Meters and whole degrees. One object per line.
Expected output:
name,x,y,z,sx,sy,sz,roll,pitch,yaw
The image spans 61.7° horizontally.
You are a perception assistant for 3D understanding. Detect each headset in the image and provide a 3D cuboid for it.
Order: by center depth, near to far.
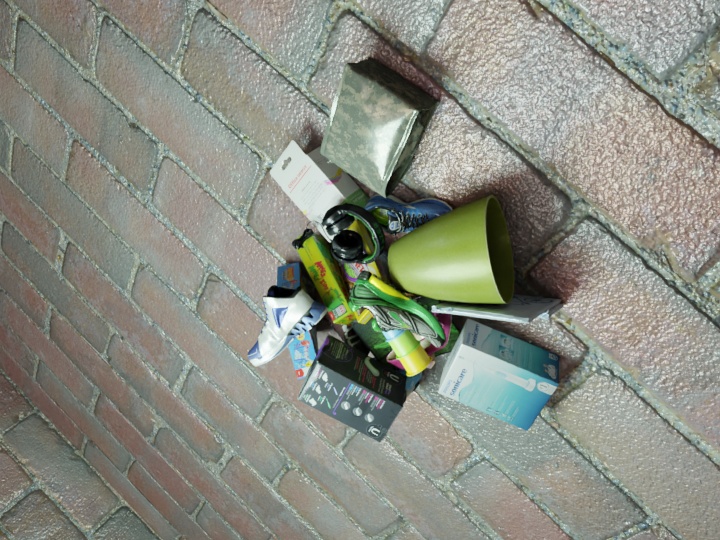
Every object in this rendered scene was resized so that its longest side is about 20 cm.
headset,-0.045,-0.066,1.199,0.198,0.094,0.125,8,129,40

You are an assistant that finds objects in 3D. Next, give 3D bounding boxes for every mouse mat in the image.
mouse mat,0.100,0.133,1.246,0.198,0.008,0.162,-24,121,23

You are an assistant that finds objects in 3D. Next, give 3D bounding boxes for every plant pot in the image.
plant pot,0.157,-0.023,1.087,0.197,0.187,0.190,-9,111,26

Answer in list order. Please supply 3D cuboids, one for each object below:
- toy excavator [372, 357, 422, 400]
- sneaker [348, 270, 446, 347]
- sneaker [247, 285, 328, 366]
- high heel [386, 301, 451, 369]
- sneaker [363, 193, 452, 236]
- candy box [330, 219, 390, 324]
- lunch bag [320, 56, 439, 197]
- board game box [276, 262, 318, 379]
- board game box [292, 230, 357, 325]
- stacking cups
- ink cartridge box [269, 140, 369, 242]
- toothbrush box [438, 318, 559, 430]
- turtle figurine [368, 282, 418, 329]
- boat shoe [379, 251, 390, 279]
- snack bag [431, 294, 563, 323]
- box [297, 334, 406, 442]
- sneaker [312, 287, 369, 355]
toy excavator,0.099,0.198,1.347,0.192,0.100,0.203,12,113,27
sneaker,0.067,0.085,1.100,0.198,0.086,0.078,31,175,0
sneaker,-0.170,0.096,1.242,0.199,0.081,0.115,-39,94,21
high heel,0.116,0.129,1.195,0.094,0.068,0.201,5,141,-9
sneaker,0.091,-0.096,1.176,0.197,0.089,0.080,8,121,24
candy box,0.000,0.000,1.252,0.102,0.026,0.202,-47,47,28
lunch bag,0.026,-0.257,1.113,0.163,0.117,0.201,35,125,12
board game box,-0.144,0.110,1.393,0.055,0.200,0.199,-13,113,-2
board game box,-0.066,0.018,1.299,0.047,0.101,0.202,-32,73,11
stacking cups,0.064,0.102,1.155,0.060,0.060,0.202,-26,97,41
ink cartridge box,-0.086,-0.175,1.269,0.200,0.067,0.117,49,131,0
toothbrush box,0.273,0.208,1.200,0.197,0.086,0.148,21,127,5
turtle figurine,0.102,0.059,1.256,0.149,0.101,0.200,33,122,-27
boat shoe,0.026,0.054,1.324,0.073,0.065,0.203,16,123,26
snack bag,0.252,0.067,1.093,0.186,0.199,0.022,6,100,32
box,-0.015,0.246,1.265,0.198,0.123,0.107,28,113,-3
sneaker,-0.052,0.116,1.419,0.115,0.075,0.203,-21,92,45
